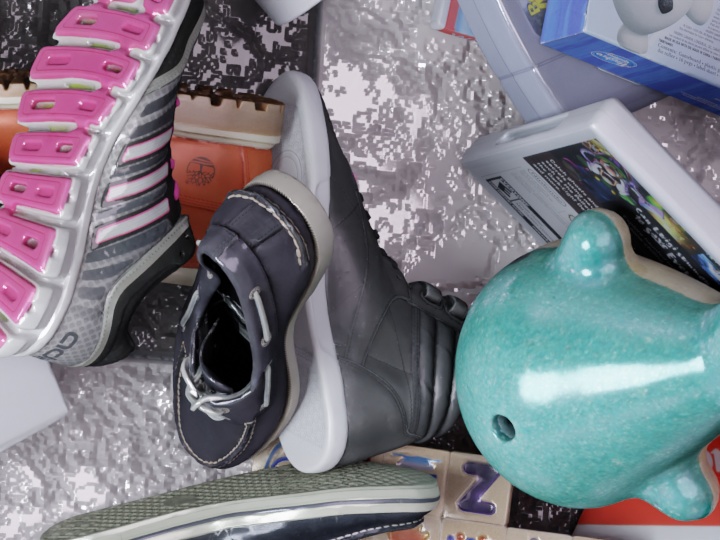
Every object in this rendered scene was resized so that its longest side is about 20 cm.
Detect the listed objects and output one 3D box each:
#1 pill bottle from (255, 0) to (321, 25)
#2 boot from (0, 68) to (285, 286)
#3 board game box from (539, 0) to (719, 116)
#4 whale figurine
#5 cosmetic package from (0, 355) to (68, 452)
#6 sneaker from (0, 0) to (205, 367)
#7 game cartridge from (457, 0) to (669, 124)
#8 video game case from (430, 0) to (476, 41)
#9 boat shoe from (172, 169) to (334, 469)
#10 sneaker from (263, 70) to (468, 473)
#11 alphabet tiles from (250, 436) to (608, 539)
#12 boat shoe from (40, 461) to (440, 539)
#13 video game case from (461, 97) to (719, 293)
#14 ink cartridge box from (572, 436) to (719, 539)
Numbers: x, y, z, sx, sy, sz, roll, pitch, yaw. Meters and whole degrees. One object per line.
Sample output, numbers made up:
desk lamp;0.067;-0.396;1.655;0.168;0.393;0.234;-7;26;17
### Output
pill bottle;-0.066;-0.226;1.325;0.114;0.114;0.200;-41;100;-12
boot;-0.141;-0.043;1.328;0.198;0.075;0.108;8;100;-10
board game box;0.196;-0.179;1.388;0.199;0.043;0.201;19;75;-29
whale figurine;0.124;0.052;1.284;0.103;0.199;0.160;-28;104;-36
cosmetic package;-0.226;-0.003;1.277;0.071;0.101;0.201;-28;97;-44
sneaker;-0.112;-0.043;1.264;0.087;0.073;0.201;30;76;-44
game cartridge;0.099;-0.172;1.372;0.133;0.041;0.201;-25;96;-30
video game case;0.145;-0.171;1.432;0.199;0.017;0.144;14;86;-15
boat shoe;-0.067;0.035;1.289;0.073;0.201;0.063;39;52;16
sneaker;0.000;0.000;1.372;0.099;0.071;0.202;0;76;-35
alphabet tiles;0.035;0.173;1.367;0.198;0.008;0.169;7;87;7
boat shoe;-0.057;0.136;1.340;0.198;0.075;0.063;-13;98;-1
video game case;0.153;0.000;1.347;0.200;0.182;0.023;45;76;-10
ink cartridge box;0.154;0.148;1.355;0.050;0.162;0.202;-13;94;-35
